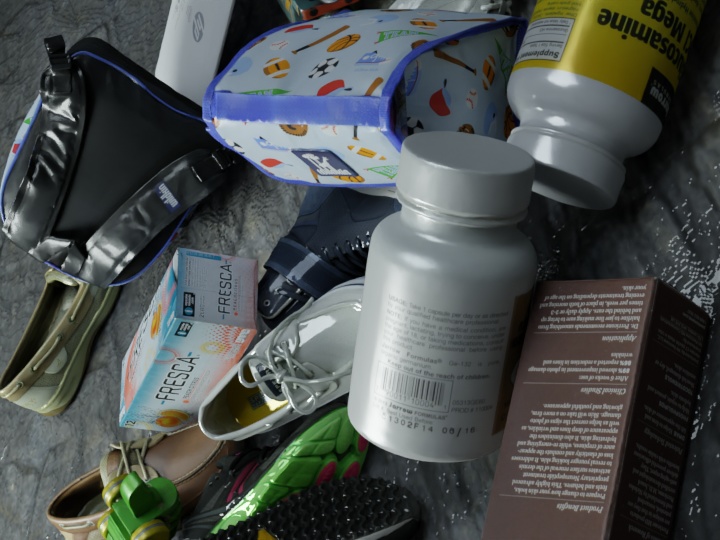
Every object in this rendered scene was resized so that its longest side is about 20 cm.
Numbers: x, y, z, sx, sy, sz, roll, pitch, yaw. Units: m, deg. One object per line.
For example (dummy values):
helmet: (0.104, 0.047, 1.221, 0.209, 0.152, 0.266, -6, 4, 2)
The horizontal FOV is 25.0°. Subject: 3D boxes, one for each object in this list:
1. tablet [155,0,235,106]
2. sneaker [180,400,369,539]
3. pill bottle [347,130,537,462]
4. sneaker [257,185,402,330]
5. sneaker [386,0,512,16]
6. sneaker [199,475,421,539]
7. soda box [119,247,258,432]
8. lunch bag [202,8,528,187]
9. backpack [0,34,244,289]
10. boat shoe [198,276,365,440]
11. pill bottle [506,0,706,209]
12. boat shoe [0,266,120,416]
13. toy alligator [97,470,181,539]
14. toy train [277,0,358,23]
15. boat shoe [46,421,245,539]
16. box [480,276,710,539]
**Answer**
tablet: (-0.153, -0.237, 1.517, 0.130, 0.014, 0.201, 57, 138, 46)
sneaker: (-0.074, 0.159, 1.229, 0.200, 0.077, 0.084, -42, 48, 20)
pill bottle: (0.058, 0.016, 1.085, 0.114, 0.114, 0.202, 33, 122, 50)
sneaker: (0.001, 0.001, 1.232, 0.202, 0.077, 0.147, 21, 76, 55)
sneaker: (0.100, -0.222, 1.276, 0.200, 0.075, 0.092, -53, 48, 21)
sneaker: (-0.042, 0.219, 1.175, 0.199, 0.090, 0.070, -22, 31, 5)
soda box: (-0.140, 0.061, 1.295, 0.200, 0.068, 0.064, 124, 149, -53)
lunch bag: (0.005, -0.124, 1.182, 0.169, 0.200, 0.125, 5, 104, 33)
backpack: (-0.229, -0.091, 1.451, 0.191, 0.199, 0.154, -56, 8, 8)
boat shoe: (-0.053, 0.072, 1.189, 0.201, 0.086, 0.075, -32, 85, 37)
pill bottle: (0.169, -0.151, 1.123, 0.112, 0.112, 0.201, 10, 77, 48)
boat shoe: (-0.280, 0.033, 1.523, 0.073, 0.063, 0.202, 10, 76, 48)
toy alligator: (-0.173, 0.218, 1.287, 0.059, 0.054, 0.201, 50, 144, 31)
toy train: (-0.056, -0.281, 1.436, 0.085, 0.114, 0.201, -23, 49, -10)
boat shoe: (-0.180, 0.175, 1.324, 0.200, 0.074, 0.076, -36, 36, 27)
box: (0.149, 0.109, 1.029, 0.100, 0.075, 0.202, -2, 65, 45)
